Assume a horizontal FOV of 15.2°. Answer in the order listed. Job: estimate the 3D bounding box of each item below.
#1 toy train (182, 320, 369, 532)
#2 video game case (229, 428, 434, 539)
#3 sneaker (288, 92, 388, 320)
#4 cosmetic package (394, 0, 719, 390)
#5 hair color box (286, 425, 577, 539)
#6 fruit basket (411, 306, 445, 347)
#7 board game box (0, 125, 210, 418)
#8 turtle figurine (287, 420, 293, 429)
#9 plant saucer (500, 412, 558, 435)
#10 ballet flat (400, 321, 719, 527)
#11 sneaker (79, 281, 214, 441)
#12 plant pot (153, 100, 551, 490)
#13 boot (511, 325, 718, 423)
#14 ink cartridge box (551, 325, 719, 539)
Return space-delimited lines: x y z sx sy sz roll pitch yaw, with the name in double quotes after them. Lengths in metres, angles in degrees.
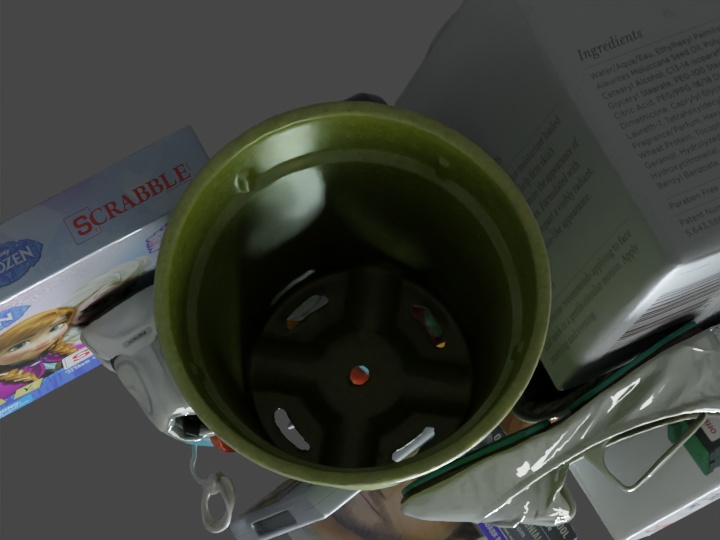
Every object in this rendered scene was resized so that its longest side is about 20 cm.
-0.068 0.069 1.669 0.055 0.151 0.200 11 140 -39 "toy train"
0.021 0.100 1.689 0.200 0.022 0.182 -37 -178 -21 "video game case"
-0.043 -0.035 1.540 0.079 0.076 0.200 -8 150 -24 "sneaker"
0.153 -0.074 1.502 0.165 0.201 0.165 -21 164 -29 "cosmetic package"
0.040 0.166 1.737 0.065 0.109 0.200 -36 -179 -35 "hair color box"
0.052 0.030 1.823 0.185 0.094 0.200 -36 176 18 "fruit basket"
-0.167 0.015 1.483 0.199 0.041 0.200 -29 165 -9 "board game box"
0.052 0.068 2.022 0.194 0.200 0.144 -47 146 -13 "turtle figurine"
0.119 0.077 1.787 0.201 0.037 0.200 -61 173 -13 "plant saucer"
0.119 0.102 1.489 0.199 0.070 0.069 -30 165 0 "ballet flat"
-0.098 0.062 1.541 0.075 0.081 0.200 -34 168 8 "sneaker"
-0.001 0.035 1.437 0.200 0.201 0.184 -29 165 -6 "plant pot"
0.190 0.013 1.634 0.200 0.073 0.182 -3 137 -55 "boot"
0.222 0.077 1.583 0.200 0.085 0.146 -31 170 11 "ink cartridge box"
